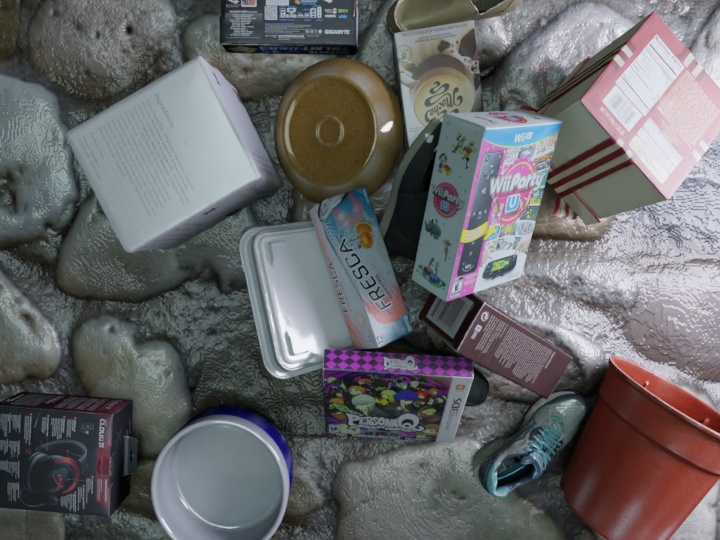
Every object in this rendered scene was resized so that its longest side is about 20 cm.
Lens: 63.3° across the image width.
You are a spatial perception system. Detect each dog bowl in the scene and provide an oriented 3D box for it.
[{"bbox_3d":[-0.198,0.307,0.856,0.194,0.079,0.206,0,94,1],"label":"dog bowl"}]

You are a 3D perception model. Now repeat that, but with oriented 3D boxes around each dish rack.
[{"bbox_3d":[-0.067,0.031,0.794,0.169,0.043,0.206,-10,85,-38],"label":"dish rack"}]

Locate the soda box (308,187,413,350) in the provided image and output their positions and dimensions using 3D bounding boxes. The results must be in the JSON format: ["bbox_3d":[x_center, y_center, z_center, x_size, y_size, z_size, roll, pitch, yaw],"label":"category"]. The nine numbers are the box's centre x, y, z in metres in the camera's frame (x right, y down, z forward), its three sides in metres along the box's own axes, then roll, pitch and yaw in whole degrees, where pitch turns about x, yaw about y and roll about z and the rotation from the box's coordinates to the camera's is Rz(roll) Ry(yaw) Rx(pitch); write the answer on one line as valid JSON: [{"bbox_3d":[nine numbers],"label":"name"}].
[{"bbox_3d":[0.000,0.000,0.778,0.062,0.068,0.205,-20,91,-31],"label":"soda box"}]

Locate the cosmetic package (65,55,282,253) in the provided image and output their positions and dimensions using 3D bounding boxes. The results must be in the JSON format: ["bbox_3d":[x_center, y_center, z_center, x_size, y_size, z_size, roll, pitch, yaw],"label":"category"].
[{"bbox_3d":[-0.235,-0.145,0.781,0.196,0.165,0.168,-27,94,4],"label":"cosmetic package"}]

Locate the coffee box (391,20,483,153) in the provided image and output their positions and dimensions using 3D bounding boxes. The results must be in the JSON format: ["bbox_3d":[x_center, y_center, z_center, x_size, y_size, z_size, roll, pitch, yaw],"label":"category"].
[{"bbox_3d":[0.111,-0.222,0.810,0.110,0.080,0.206,-8,94,2],"label":"coffee box"}]

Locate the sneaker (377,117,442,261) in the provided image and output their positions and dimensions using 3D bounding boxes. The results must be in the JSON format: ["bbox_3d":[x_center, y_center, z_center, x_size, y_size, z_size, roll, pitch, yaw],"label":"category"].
[{"bbox_3d":[0.094,-0.089,0.738,0.105,0.075,0.202,31,139,11],"label":"sneaker"}]

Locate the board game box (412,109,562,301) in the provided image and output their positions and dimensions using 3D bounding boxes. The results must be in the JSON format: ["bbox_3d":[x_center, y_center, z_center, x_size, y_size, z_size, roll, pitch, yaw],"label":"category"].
[{"bbox_3d":[0.148,-0.080,0.692,0.145,0.064,0.205,-14,123,-37],"label":"board game box"}]

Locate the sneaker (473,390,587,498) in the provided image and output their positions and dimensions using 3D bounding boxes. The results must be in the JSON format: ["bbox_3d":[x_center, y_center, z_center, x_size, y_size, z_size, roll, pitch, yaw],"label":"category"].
[{"bbox_3d":[0.254,0.258,0.839,0.199,0.086,0.078,-42,93,4],"label":"sneaker"}]

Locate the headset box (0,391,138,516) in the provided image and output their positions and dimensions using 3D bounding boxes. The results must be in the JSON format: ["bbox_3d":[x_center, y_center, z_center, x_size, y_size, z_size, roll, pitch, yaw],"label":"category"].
[{"bbox_3d":[-0.426,0.268,0.860,0.194,0.075,0.153,3,95,1],"label":"headset box"}]

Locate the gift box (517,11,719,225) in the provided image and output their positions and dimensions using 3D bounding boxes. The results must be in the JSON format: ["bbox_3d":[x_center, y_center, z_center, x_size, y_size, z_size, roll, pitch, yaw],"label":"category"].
[{"bbox_3d":[0.311,-0.178,0.754,0.199,0.187,0.185,-42,94,-11],"label":"gift box"}]

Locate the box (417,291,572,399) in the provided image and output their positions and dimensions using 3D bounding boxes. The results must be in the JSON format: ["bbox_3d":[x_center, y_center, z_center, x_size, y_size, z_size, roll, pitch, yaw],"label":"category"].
[{"bbox_3d":[0.180,0.090,0.780,0.197,0.100,0.076,27,96,-32],"label":"box"}]

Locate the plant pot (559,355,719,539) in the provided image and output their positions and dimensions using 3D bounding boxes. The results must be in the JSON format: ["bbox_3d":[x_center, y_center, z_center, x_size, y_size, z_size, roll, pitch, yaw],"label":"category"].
[{"bbox_3d":[0.381,0.256,0.794,0.197,0.201,0.199,26,102,-1],"label":"plant pot"}]

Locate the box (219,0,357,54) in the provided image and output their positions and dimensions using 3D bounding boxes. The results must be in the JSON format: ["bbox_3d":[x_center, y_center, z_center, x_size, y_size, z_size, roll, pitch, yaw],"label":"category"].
[{"bbox_3d":[-0.098,-0.413,0.817,0.194,0.050,0.205,0,94,2],"label":"box"}]

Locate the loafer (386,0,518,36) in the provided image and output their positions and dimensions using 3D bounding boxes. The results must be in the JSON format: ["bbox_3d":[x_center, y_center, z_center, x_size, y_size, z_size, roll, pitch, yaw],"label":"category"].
[{"bbox_3d":[0.130,-0.375,0.805,0.195,0.067,0.078,-18,94,2],"label":"loafer"}]

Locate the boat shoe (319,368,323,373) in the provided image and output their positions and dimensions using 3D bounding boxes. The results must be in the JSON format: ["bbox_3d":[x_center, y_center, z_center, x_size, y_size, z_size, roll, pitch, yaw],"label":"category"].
[{"bbox_3d":[-0.074,0.093,0.848,0.065,0.072,0.202,-28,108,33],"label":"boat shoe"}]

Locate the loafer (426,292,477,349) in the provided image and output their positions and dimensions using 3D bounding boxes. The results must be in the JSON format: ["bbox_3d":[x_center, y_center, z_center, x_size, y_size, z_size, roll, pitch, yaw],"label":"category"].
[{"bbox_3d":[0.128,0.011,0.834,0.067,0.075,0.205,22,105,36],"label":"loafer"}]

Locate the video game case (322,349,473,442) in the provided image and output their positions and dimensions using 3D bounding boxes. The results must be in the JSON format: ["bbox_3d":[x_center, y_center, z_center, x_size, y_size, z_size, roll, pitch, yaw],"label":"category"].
[{"bbox_3d":[0.046,0.178,0.809,0.194,0.036,0.184,4,138,0],"label":"video game case"}]

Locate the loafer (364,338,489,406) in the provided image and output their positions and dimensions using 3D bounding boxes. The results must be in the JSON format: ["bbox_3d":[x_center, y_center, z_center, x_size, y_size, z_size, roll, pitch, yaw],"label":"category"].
[{"bbox_3d":[0.096,0.150,0.842,0.195,0.072,0.075,20,93,-1],"label":"loafer"}]

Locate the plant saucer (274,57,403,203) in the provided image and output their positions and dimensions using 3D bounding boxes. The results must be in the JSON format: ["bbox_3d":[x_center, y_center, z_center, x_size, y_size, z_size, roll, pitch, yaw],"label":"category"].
[{"bbox_3d":[-0.039,-0.191,0.810,0.195,0.035,0.206,3,98,18],"label":"plant saucer"}]
